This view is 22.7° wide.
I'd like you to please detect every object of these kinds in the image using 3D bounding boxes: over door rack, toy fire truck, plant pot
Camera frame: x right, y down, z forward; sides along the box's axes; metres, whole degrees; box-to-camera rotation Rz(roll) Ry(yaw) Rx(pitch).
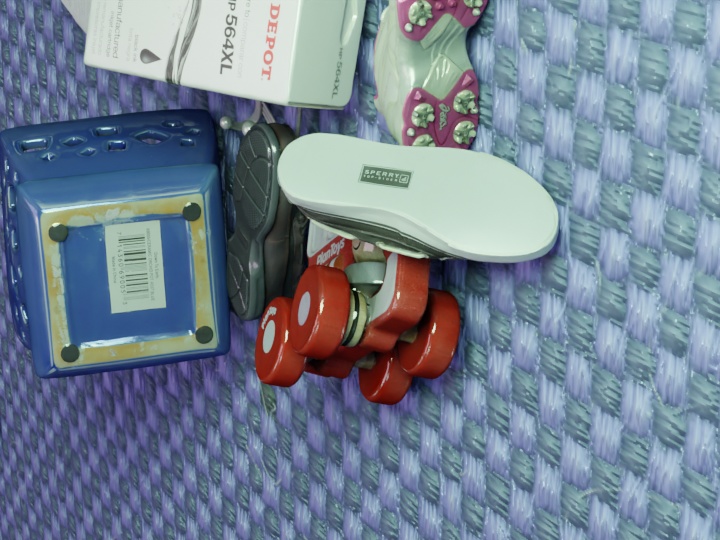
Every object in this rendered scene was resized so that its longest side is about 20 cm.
[{"bbox_3d":[-0.087,-0.185,1.456,0.148,0.066,0.201,60,147,30],"label":"over door rack"},{"bbox_3d":[0.000,0.000,1.330,0.200,0.111,0.169,141,136,-62],"label":"toy fire truck"},{"bbox_3d":[-0.209,-0.019,1.559,0.180,0.198,0.202,-126,31,-68],"label":"plant pot"}]

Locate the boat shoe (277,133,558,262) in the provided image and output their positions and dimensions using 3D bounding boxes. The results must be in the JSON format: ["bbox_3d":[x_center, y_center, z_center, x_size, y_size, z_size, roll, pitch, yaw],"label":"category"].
[{"bbox_3d":[0.042,-0.044,1.208,0.199,0.071,0.064,16,159,20],"label":"boat shoe"}]

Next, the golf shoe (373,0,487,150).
[{"bbox_3d":[0.040,-0.173,1.217,0.092,0.075,0.201,46,137,51],"label":"golf shoe"}]

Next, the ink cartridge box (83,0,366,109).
[{"bbox_3d":[-0.100,-0.208,1.342,0.199,0.084,0.147,13,99,32],"label":"ink cartridge box"}]

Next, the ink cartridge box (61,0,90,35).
[{"bbox_3d":[-0.235,-0.307,1.683,0.200,0.075,0.149,50,141,45],"label":"ink cartridge box"}]

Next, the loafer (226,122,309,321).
[{"bbox_3d":[-0.068,-0.044,1.460,0.072,0.063,0.201,58,149,37],"label":"loafer"}]
